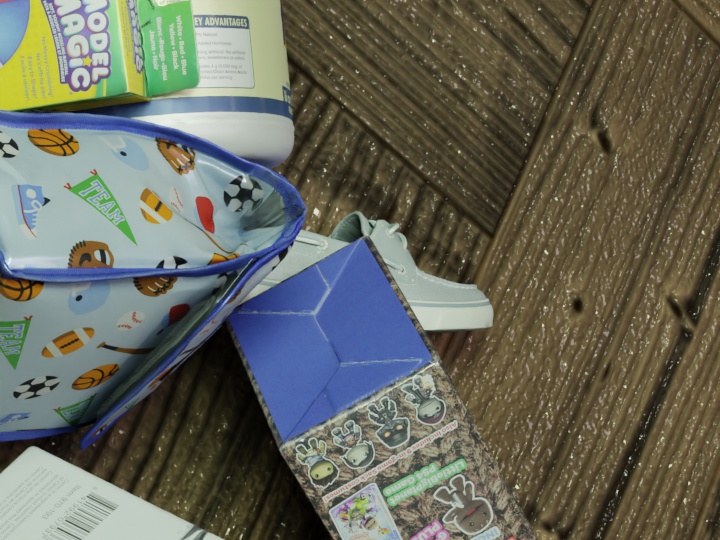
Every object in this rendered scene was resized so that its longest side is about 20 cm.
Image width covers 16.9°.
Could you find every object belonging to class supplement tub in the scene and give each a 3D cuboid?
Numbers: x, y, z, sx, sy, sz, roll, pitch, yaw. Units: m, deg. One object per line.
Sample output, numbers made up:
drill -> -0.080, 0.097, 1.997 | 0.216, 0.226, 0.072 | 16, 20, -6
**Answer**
supplement tub -> -0.116, -0.151, 1.332 | 0.145, 0.145, 0.200 | -2, 85, -40

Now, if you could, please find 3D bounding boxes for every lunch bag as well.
lunch bag -> -0.145, 0.009, 1.251 | 0.200, 0.170, 0.124 | 0, 58, -41

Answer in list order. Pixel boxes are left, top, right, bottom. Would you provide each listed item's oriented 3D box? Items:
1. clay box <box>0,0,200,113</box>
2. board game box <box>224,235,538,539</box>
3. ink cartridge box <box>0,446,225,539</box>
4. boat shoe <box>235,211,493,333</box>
clay box -> -0.188, -0.135, 1.247 | 0.048, 0.200, 0.115 | 4, 78, -78
board game box -> 0.022, 0.110, 1.358 | 0.097, 0.159, 0.200 | -29, 120, 0
ink cartridge box -> -0.132, 0.193, 1.223 | 0.145, 0.200, 0.083 | -43, 143, -35
boat shoe -> -0.001, 0.000, 1.452 | 0.201, 0.070, 0.072 | 7, 85, -35
